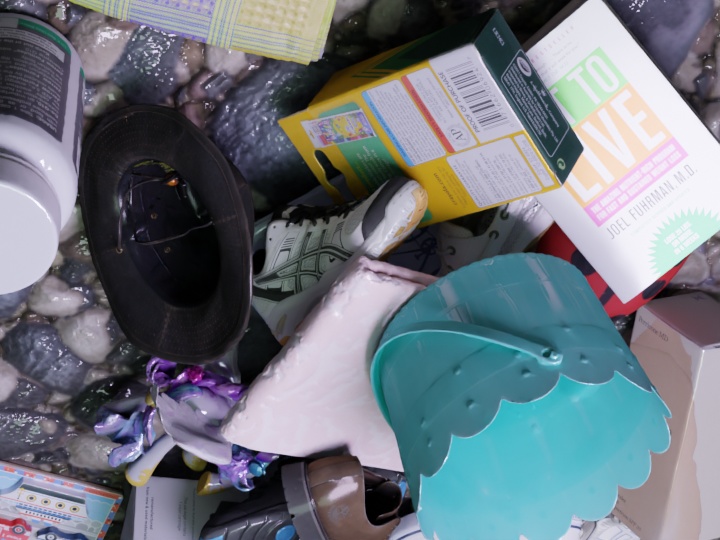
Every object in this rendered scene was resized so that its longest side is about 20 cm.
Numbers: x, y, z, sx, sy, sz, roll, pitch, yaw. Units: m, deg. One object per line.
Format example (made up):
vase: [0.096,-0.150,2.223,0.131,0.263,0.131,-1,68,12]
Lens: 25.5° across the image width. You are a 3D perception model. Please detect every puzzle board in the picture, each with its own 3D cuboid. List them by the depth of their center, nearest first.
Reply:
puzzle board: [-0.337,0.236,1.468,0.198,0.017,0.151,17,124,-20]

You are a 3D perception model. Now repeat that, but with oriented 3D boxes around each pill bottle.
pill bottle: [-0.252,-0.083,1.108,0.112,0.201,0.114,-3,129,-4]

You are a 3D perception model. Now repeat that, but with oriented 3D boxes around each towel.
towel: [-0.100,-0.226,1.128,0.198,0.023,0.145,10,127,-14]
towel: [0.016,0.077,1.225,0.189,0.032,0.200,13,129,-36]

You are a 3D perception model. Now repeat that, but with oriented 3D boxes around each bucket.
bucket: [0.111,0.096,1.158,0.205,0.136,0.208,-13,141,-11]

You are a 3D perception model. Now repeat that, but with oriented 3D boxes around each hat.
hat: [-0.129,-0.033,1.218,0.081,0.200,0.202,-21,147,-50]

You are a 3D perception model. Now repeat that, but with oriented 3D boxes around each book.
book: [0.187,-0.093,1.196,0.133,0.048,0.200,-40,102,14]

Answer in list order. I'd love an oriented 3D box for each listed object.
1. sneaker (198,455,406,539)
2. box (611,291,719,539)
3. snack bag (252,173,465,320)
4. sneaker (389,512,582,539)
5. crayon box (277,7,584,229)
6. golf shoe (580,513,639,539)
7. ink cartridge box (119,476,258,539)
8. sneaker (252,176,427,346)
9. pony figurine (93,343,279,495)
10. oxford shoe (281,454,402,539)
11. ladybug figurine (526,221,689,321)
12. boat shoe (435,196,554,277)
sneaker: [-0.060,0.203,1.392,0.198,0.082,0.074,-15,135,-30]
box: [0.276,0.129,1.370,0.077,0.095,0.202,-8,117,-29]
snack bag: [0.000,0.000,1.318,0.199,0.022,0.189,-28,126,14]
sneaker: [0.110,0.255,1.462,0.198,0.072,0.073,-12,155,34]
crayon box: [0.049,-0.102,1.172,0.199,0.052,0.126,-15,119,42]
golf shoe: [0.248,0.228,1.510,0.198,0.079,0.097,-18,150,10]
ink cartridge box: [-0.119,0.266,1.458,0.197,0.084,0.146,7,140,-13]
sneaker: [-0.030,-0.021,1.210,0.088,0.075,0.200,52,131,5]
pony figurine: [-0.129,0.113,1.326,0.199,0.168,0.192,-29,134,35]
oxford shoe: [0.001,0.213,1.307,0.083,0.073,0.201,-17,148,4]
ladybug figurine: [0.211,-0.028,1.283,0.134,0.072,0.201,17,121,-20]
boat shoe: [0.089,-0.022,1.261,0.069,0.071,0.201,29,103,-26]
